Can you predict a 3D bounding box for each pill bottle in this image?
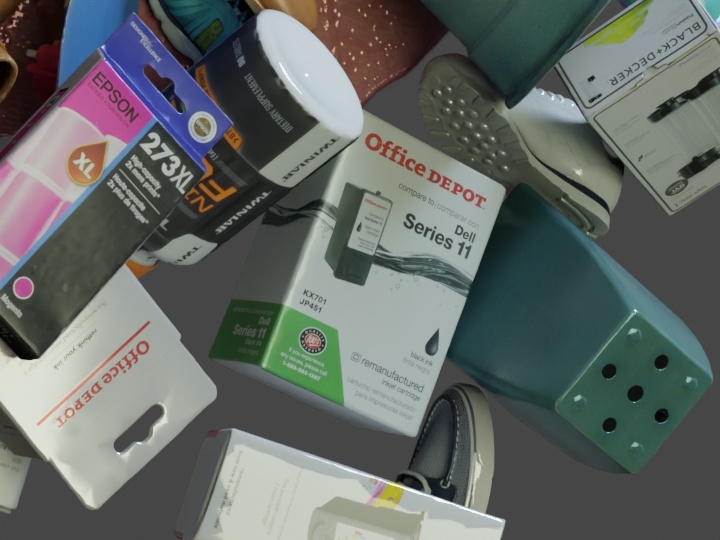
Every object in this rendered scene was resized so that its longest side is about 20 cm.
[{"bbox_3d":[-0.103,-0.074,1.479,0.200,0.106,0.106,-37,117,22],"label":"pill bottle"}]

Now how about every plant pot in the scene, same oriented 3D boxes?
[{"bbox_3d":[0.157,0.055,1.607,0.141,0.200,0.141,39,91,-26],"label":"plant pot"},{"bbox_3d":[0.096,-0.253,1.574,0.196,0.200,0.200,40,72,-2],"label":"plant pot"}]

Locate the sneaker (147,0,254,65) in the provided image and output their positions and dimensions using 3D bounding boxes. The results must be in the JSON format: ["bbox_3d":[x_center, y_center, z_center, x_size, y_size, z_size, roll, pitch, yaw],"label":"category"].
[{"bbox_3d":[-0.082,-0.167,1.542,0.077,0.080,0.200,-34,101,-25],"label":"sneaker"}]

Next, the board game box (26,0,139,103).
[{"bbox_3d":[-0.186,-0.154,1.447,0.039,0.200,0.158,10,115,5],"label":"board game box"}]

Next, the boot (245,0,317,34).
[{"bbox_3d":[-0.022,-0.262,1.488,0.077,0.155,0.201,-1,73,-73],"label":"boot"}]

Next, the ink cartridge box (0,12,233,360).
[{"bbox_3d":[-0.159,-0.052,1.292,0.095,0.037,0.200,48,65,-19],"label":"ink cartridge box"}]

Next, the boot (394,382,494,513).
[{"bbox_3d":[0.037,0.178,1.636,0.090,0.073,0.201,11,84,-28],"label":"boot"}]

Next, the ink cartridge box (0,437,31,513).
[{"bbox_3d":[-0.250,0.042,1.419,0.087,0.145,0.201,18,83,-28],"label":"ink cartridge box"}]

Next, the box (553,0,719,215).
[{"bbox_3d":[0.235,-0.128,1.663,0.116,0.060,0.200,-34,150,12],"label":"box"}]

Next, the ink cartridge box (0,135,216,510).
[{"bbox_3d":[-0.192,0.033,1.328,0.115,0.068,0.200,-43,108,-21],"label":"ink cartridge box"}]

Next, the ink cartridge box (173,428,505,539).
[{"bbox_3d":[-0.019,0.178,1.526,0.199,0.148,0.086,18,81,-9],"label":"ink cartridge box"}]

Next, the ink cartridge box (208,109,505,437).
[{"bbox_3d":[0.000,0.000,1.599,0.146,0.083,0.201,26,79,-29],"label":"ink cartridge box"}]

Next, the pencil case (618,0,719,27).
[{"bbox_3d":[0.214,-0.250,1.706,0.085,0.092,0.200,-36,115,13],"label":"pencil case"}]

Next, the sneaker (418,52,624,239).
[{"bbox_3d":[0.123,-0.107,1.682,0.200,0.076,0.081,41,61,-29],"label":"sneaker"}]

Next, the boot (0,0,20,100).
[{"bbox_3d":[-0.250,-0.151,1.386,0.200,0.155,0.077,-39,119,-17],"label":"boot"}]
